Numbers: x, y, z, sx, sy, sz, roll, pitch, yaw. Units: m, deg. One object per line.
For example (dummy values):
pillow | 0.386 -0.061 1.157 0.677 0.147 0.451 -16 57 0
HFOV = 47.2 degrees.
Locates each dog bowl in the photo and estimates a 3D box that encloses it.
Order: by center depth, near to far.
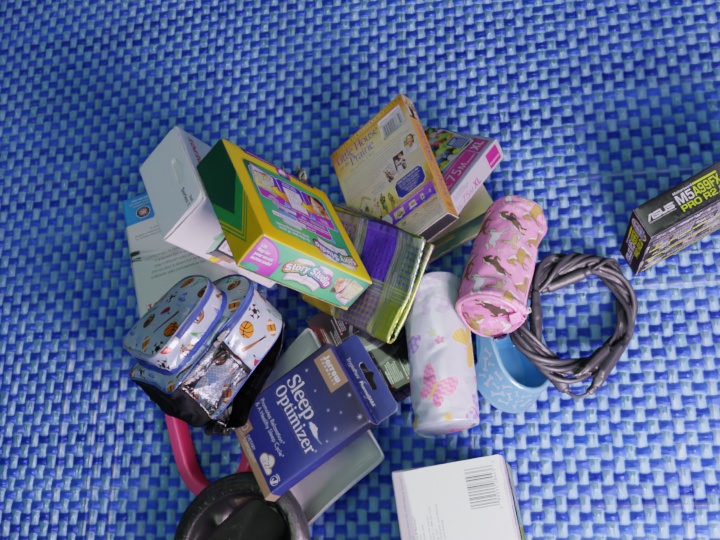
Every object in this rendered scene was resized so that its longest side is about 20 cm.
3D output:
dog bowl | 0.187 0.082 1.079 0.110 0.050 0.203 -2 64 -33

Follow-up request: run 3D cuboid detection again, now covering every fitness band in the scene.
fitness band | -0.205 0.217 1.147 0.142 0.037 0.203 -29 67 21

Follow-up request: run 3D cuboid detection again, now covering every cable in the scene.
cable | 0.278 0.056 1.073 0.162 0.051 0.200 38 66 9

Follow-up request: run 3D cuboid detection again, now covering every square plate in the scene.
square plate | -0.071 0.214 1.101 0.198 0.028 0.202 -47 63 30

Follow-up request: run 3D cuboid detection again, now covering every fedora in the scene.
fedora | -0.143 0.361 1.075 0.197 0.091 0.205 -4 78 19

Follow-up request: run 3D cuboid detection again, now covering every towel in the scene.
towel | 0.000 0.000 1.075 0.199 0.023 0.146 25 95 46

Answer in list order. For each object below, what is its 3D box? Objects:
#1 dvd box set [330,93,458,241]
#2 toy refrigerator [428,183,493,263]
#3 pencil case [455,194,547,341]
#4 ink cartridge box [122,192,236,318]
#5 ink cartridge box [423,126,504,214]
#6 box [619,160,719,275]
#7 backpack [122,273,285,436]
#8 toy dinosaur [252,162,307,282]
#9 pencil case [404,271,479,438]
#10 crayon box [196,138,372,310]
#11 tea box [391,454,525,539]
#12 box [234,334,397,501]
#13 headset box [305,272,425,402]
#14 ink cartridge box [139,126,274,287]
dvd box set | 0.040 -0.115 1.109 0.146 0.029 0.203 -37 56 29
toy refrigerator | 0.093 -0.051 1.161 0.198 0.076 0.071 -29 69 2
pencil case | 0.182 -0.009 1.044 0.086 0.083 0.202 37 46 -15
ink cartridge box | -0.260 -0.022 1.226 0.143 0.084 0.203 -16 71 6
ink cartridge box | 0.088 -0.147 1.156 0.198 0.042 0.120 18 61 45
box | 0.434 -0.081 1.049 0.198 0.160 0.045 -29 70 3
backpack | -0.201 0.091 1.071 0.191 0.155 0.198 -45 31 -26
toy dinosaur | -0.109 -0.047 1.218 0.102 0.077 0.202 38 97 40
pencil case | 0.095 0.103 1.030 0.089 0.083 0.204 -16 69 26
crayon box | -0.093 -0.055 1.025 0.058 0.199 0.174 -42 51 20
tea box | 0.129 0.334 0.969 0.131 0.197 0.204 -12 72 9
box | -0.062 0.178 1.028 0.199 0.032 0.122 -37 60 7
headset box | 0.029 0.102 1.127 0.198 0.077 0.150 -29 70 3
ink cartridge box | -0.184 -0.082 1.106 0.084 0.199 0.146 -42 51 17
